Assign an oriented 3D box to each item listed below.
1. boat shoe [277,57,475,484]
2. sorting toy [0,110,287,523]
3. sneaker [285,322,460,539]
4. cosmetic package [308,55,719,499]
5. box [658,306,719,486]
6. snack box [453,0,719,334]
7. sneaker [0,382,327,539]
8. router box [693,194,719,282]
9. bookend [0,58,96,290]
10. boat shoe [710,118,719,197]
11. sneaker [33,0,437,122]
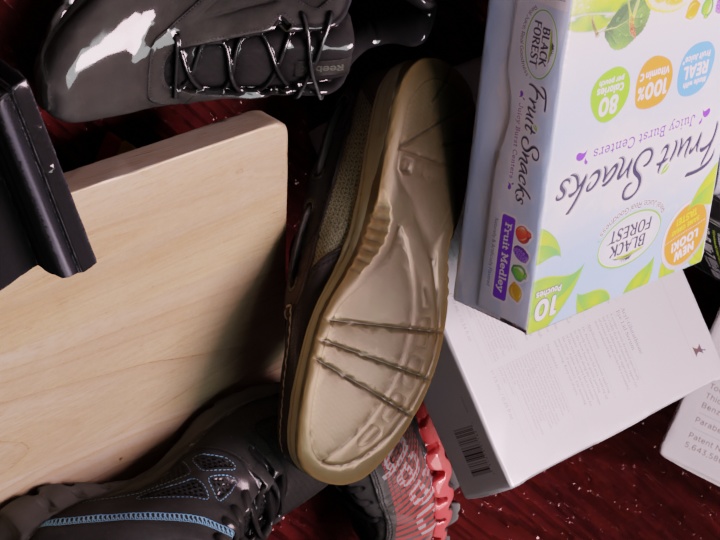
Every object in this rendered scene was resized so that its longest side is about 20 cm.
[{"bbox_3d":[-0.001,-0.001,1.136,0.072,0.066,0.202,20,80,-37],"label":"boat shoe"},{"bbox_3d":[-0.134,0.033,1.121,0.199,0.070,0.200,-21,128,-33],"label":"sorting toy"},{"bbox_3d":[-0.001,0.085,1.279,0.098,0.071,0.201,-26,129,-30],"label":"sneaker"},{"bbox_3d":[0.081,-0.007,1.229,0.150,0.052,0.201,-23,90,-30],"label":"cosmetic package"},{"bbox_3d":[0.303,0.076,1.420,0.131,0.199,0.199,-68,164,14],"label":"box"},{"bbox_3d":[0.115,-0.086,1.133,0.142,0.053,0.201,-19,125,-43],"label":"snack box"},{"bbox_3d":[-0.072,0.118,1.119,0.199,0.082,0.074,-27,129,-31],"label":"sneaker"},{"bbox_3d":[0.217,-0.095,1.310,0.200,0.150,0.062,-42,138,-15],"label":"router box"},{"bbox_3d":[-0.239,-0.023,0.887,0.200,0.199,0.092,-36,137,-20],"label":"bookend"},{"bbox_3d":[0.201,-0.134,1.198,0.062,0.072,0.201,-2,108,-9],"label":"boat shoe"},{"bbox_3d":[-0.052,-0.110,1.087,0.199,0.091,0.076,-27,144,-27],"label":"sneaker"}]
